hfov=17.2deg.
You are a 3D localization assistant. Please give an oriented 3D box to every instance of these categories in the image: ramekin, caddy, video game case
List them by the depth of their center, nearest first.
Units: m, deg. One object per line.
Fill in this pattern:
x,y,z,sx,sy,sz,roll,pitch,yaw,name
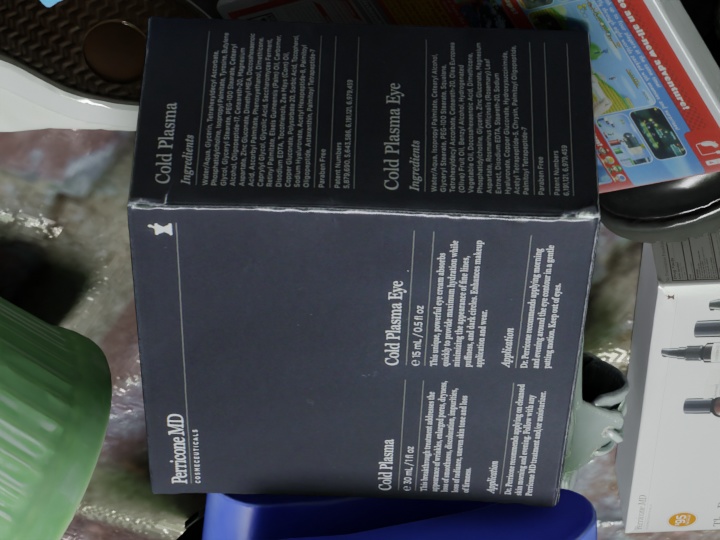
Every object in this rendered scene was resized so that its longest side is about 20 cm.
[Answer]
0.052,-0.084,1.011,0.199,0.017,0.143,-9,129,38,video game case
0.016,0.142,1.081,0.199,0.142,0.106,-8,122,-17,caddy
-0.219,0.092,1.136,0.098,0.201,0.200,37,126,-26,ramekin

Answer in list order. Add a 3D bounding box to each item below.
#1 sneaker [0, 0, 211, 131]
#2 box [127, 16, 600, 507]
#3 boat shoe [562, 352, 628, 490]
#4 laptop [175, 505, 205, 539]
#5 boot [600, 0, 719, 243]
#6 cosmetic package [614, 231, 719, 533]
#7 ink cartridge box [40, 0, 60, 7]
-0.154,-0.093,1.034,0.199,0.073,0.085,10,154,-8,sneaker
0.000,0.000,0.998,0.181,0.105,0.201,2,141,-1,box
0.096,0.064,1.169,0.071,0.070,0.202,-6,121,7,boat shoe
-0.017,0.144,1.256,0.199,0.116,0.187,28,131,-29,laptop
0.155,-0.110,1.005,0.210,0.080,0.158,-30,135,20,boot
0.179,0.057,1.214,0.082,0.051,0.201,-1,138,0,cosmetic package
-0.123,-0.205,0.898,0.115,0.068,0.200,-20,135,19,ink cartridge box
